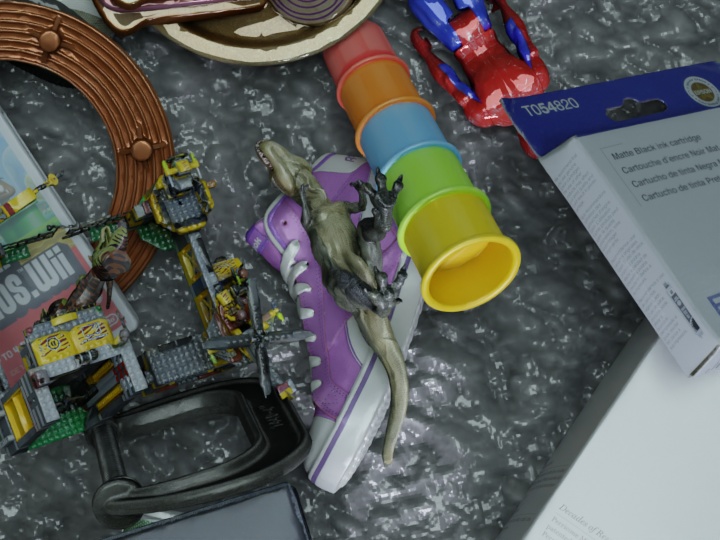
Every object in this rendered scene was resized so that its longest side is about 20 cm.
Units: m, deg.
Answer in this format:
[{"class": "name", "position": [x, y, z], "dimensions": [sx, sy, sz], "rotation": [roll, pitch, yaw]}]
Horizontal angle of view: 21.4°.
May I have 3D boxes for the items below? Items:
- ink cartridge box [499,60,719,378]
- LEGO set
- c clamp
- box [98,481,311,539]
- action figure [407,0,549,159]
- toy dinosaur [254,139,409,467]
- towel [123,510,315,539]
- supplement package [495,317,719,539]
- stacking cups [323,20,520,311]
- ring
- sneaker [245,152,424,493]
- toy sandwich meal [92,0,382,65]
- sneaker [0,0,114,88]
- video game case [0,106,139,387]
[{"class": "ink cartridge box", "position": [0.206, -0.048, 1.090], "dimensions": [0.199, 0.041, 0.200], "rotation": [-15, 61, -38]}, {"class": "LEGO set", "position": [-0.133, 0.013, 1.034], "dimensions": [0.199, 0.116, 0.154], "rotation": [-9, 78, -25]}, {"class": "c clamp", "position": [-0.114, 0.100, 1.051], "dimensions": [0.170, 0.200, 0.027], "rotation": [-15, 105, -14]}, {"class": "box", "position": [-0.113, 0.196, 0.999], "dimensions": [0.199, 0.198, 0.124], "rotation": [-17, 83, -3]}, {"class": "action figure", "position": [0.061, -0.155, 1.168], "dimensions": [0.065, 0.052, 0.200], "rotation": [-31, 83, -4]}, {"class": "toy dinosaur", "position": [0.000, 0.000, 1.057], "dimensions": [0.047, 0.088, 0.201], "rotation": [-12, 69, -25]}, {"class": "towel", "position": [-0.084, 0.248, 1.108], "dimensions": [0.149, 0.031, 0.201], "rotation": [11, 82, 1]}, {"class": "supplement package", "position": [0.170, 0.128, 1.095], "dimensions": [0.117, 0.117, 0.200], "rotation": [35, 81, 3]}, {"class": "stacking cups", "position": [0.026, -0.070, 1.099], "dimensions": [0.060, 0.061, 0.200], "rotation": [-21, 55, -7]}, {"class": "ring", "position": [-0.208, -0.057, 1.117], "dimensions": [0.200, 0.019, 0.201], "rotation": [-1, 101, -3]}, {"class": "sneaker", "position": [-0.023, 0.026, 1.127], "dimensions": [0.114, 0.073, 0.201], "rotation": [18, 69, 3]}, {"class": "toy sandwich meal", "position": [-0.069, -0.215, 1.117], "dimensions": [0.204, 0.070, 0.206], "rotation": [0, 86, 0]}, {"class": "sneaker", "position": [-0.229, -0.202, 1.154], "dimensions": [0.200, 0.076, 0.116], "rotation": [27, 71, -7]}, {"class": "video game case", "position": [-0.240, -0.014, 1.103], "dimensions": [0.143, 0.017, 0.200], "rotation": [-32, 100, 1]}]
